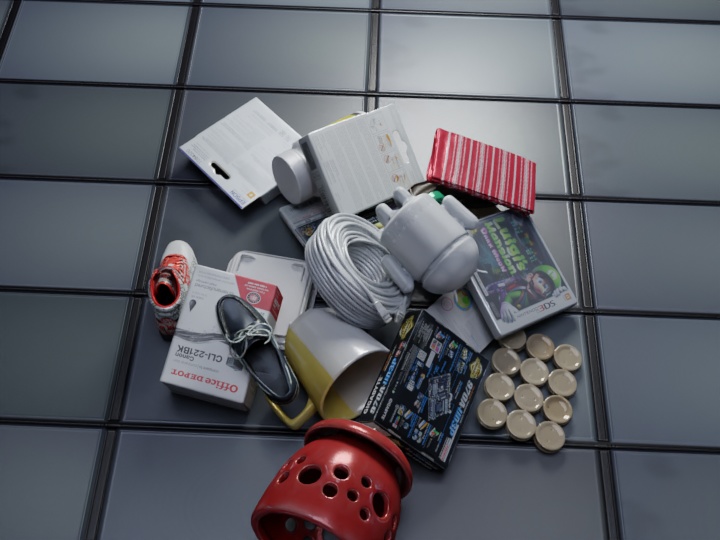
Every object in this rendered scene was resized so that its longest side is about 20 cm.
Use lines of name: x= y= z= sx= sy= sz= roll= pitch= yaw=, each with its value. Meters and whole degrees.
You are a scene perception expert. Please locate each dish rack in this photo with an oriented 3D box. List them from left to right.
dish rack: x=-0.166 y=0.051 z=1.649 sx=0.170 sy=0.044 sz=0.202 roll=10 pitch=58 yaw=5

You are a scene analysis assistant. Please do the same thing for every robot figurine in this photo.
robot figurine: x=0.111 y=-0.043 z=1.542 sx=0.170 sy=0.113 sz=0.200 roll=-45 pitch=78 yaw=0

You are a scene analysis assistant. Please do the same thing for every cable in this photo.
cable: x=0.000 y=0.000 z=1.564 sx=0.200 sy=0.069 sz=0.200 roll=44 pitch=31 yaw=-3

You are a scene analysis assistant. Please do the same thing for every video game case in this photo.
video game case: x=-0.025 y=-0.097 z=1.729 sx=0.198 sy=0.024 sz=0.182 roll=-22 pitch=39 yaw=-15
video game case: x=0.256 y=-0.002 z=1.632 sx=0.181 sy=0.023 sz=0.201 roll=-19 pitch=75 yaw=-30

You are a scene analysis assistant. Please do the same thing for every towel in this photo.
towel: x=0.216 y=-0.175 z=1.688 sx=0.198 sy=0.023 sz=0.146 roll=18 pitch=47 yaw=-6

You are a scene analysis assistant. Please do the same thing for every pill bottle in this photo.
pill bottle: x=-0.057 y=-0.206 z=1.763 sx=0.199 sy=0.115 sz=0.114 roll=-30 pitch=61 yaw=-25

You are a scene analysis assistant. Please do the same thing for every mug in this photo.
mug: x=-0.060 y=0.145 z=1.528 sx=0.185 sy=0.150 sz=0.153 roll=-22 pitch=50 yaw=-32

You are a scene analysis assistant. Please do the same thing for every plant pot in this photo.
plant pot: x=-0.033 y=0.332 z=1.376 sx=0.199 sy=0.202 sz=0.183 roll=20 pitch=49 yaw=13

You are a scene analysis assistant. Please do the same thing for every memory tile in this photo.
memory tile: x=0.280 y=0.191 z=1.567 sx=0.152 sy=0.017 sz=0.201 roll=19 pitch=57 yaw=4

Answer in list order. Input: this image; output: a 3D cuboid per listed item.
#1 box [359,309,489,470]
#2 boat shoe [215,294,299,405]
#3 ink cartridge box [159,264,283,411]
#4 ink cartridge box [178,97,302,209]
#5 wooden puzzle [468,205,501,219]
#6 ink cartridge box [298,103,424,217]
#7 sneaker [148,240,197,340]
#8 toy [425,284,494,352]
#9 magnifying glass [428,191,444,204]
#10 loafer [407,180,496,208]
box: x=0.103 y=0.186 z=1.492 sx=0.158 sy=0.046 sz=0.201 roll=36 pitch=64 yaw=-24
boat shoe: x=-0.163 y=0.119 z=1.468 sx=0.074 sy=0.062 sz=0.201 roll=-28 pitch=78 yaw=-7
ink cartridge box: x=-0.223 y=0.111 z=1.548 sx=0.143 sy=0.084 sz=0.202 roll=13 pitch=76 yaw=6
ink cartridge box: x=-0.212 y=-0.219 z=1.829 sx=0.199 sy=0.043 sz=0.196 roll=-38 pitch=66 yaw=-22
wooden puzzle: x=0.183 y=-0.058 z=1.729 sx=0.199 sy=0.046 sz=0.185 roll=-30 pitch=62 yaw=-24
ink cartridge box: x=0.003 y=-0.194 z=1.709 sx=0.199 sy=0.050 sz=0.164 roll=-25 pitch=94 yaw=-33
sneaker: x=-0.320 y=0.008 z=1.636 sx=0.066 sy=0.108 sz=0.203 roll=0 pitch=56 yaw=-1
toy: x=0.186 y=0.072 z=1.625 sx=0.200 sy=0.047 sz=0.116 roll=-39 pitch=95 yaw=-28
magnifying glass: x=0.077 y=-0.058 z=1.658 sx=0.200 sy=0.079 sz=0.022 roll=-48 pitch=67 yaw=19
loafer: x=0.170 y=-0.150 z=1.716 sx=0.198 sy=0.072 sz=0.073 roll=-12 pitch=53 yaw=-20
